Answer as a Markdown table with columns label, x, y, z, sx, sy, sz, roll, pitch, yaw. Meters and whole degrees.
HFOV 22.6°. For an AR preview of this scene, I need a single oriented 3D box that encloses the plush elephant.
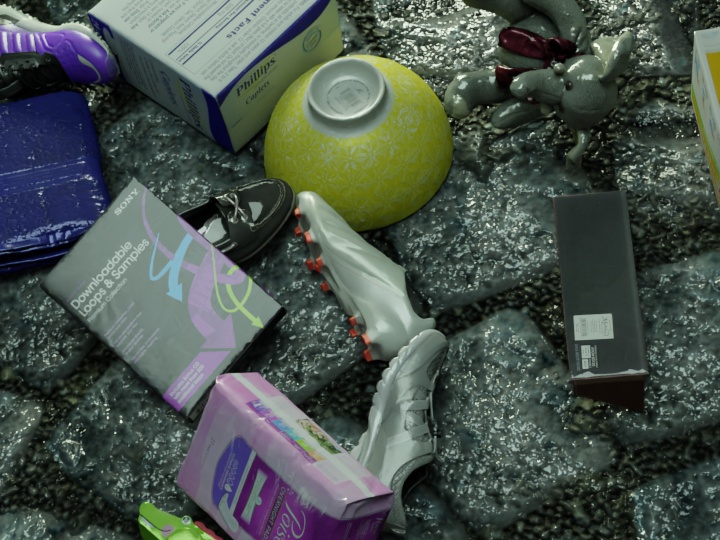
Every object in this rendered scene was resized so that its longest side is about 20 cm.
| label | x | y | z | sx | sy | sz | roll | pitch | yaw |
| --- | --- | --- | --- | --- | --- | --- | --- | --- | --- |
| plush elephant | 0.190 | -0.194 | 1.787 | 0.198 | 0.166 | 0.155 | 6 | 28 | -15 |

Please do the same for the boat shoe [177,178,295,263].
| label | x | y | z | sx | sy | sz | roll | pitch | yaw |
| --- | --- | --- | --- | --- | --- | --- | --- | --- | --- |
| boat shoe | -0.155 | -0.034 | 1.778 | 0.199 | 0.057 | 0.067 | -32 | 62 | 1 |

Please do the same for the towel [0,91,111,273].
| label | x | y | z | sx | sy | sz | roll | pitch | yaw |
| --- | --- | --- | --- | --- | --- | --- | --- | --- | --- |
| towel | -0.338 | -0.091 | 1.873 | 0.146 | 0.050 | 0.201 | -12 | 55 | -8 |

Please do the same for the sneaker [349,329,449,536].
| label | x | y | z | sx | sy | sz | roll | pitch | yaw |
| --- | --- | --- | --- | --- | --- | --- | --- | --- | --- |
| sneaker | 0.045 | 0.152 | 1.646 | 0.081 | 0.075 | 0.202 | 20 | 73 | 13 |

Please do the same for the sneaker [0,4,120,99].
| label | x | y | z | sx | sy | sz | roll | pitch | yaw |
| --- | --- | --- | --- | --- | --- | --- | --- | --- | --- |
| sneaker | -0.351 | -0.218 | 1.935 | 0.199 | 0.070 | 0.100 | 17 | 56 | 32 |

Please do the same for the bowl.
| label | x | y | z | sx | sy | sz | roll | pitch | yaw |
| --- | --- | --- | --- | --- | --- | --- | --- | --- | --- |
| bowl | -0.008 | -0.150 | 1.821 | 0.198 | 0.108 | 0.202 | -4 | 57 | 6 |

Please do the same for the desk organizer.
| label | x | y | z | sx | sy | sz | roll | pitch | yaw |
| --- | --- | --- | --- | --- | --- | --- | --- | --- | --- |
| desk organizer | 0.224 | 0.031 | 1.685 | 0.071 | 0.077 | 0.202 | -5 | 57 | 5 |

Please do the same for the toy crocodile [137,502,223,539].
| label | x | y | z | sx | sy | sz | roll | pitch | yaw |
| --- | --- | --- | --- | --- | --- | --- | --- | --- | --- |
| toy crocodile | -0.120 | 0.270 | 1.589 | 0.199 | 0.068 | 0.062 | 34 | 63 | 24 |

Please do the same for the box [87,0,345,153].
| label | x | y | z | sx | sy | sz | roll | pitch | yaw |
| --- | --- | --- | --- | --- | --- | --- | --- | --- | --- |
| box | -0.151 | -0.255 | 1.912 | 0.199 | 0.105 | 0.184 | 34 | 68 | 27 |

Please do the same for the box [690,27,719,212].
| label | x | y | z | sx | sy | sz | roll | pitch | yaw |
| --- | --- | --- | --- | --- | --- | --- | --- | --- | --- |
| box | 0.394 | -0.134 | 1.752 | 0.111 | 0.102 | 0.202 | -9 | 56 | 2 |

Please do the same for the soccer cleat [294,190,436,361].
| label | x | y | z | sx | sy | sz | roll | pitch | yaw |
| --- | --- | --- | --- | --- | --- | --- | --- | --- | --- |
| soccer cleat | 0.000 | 0.000 | 1.751 | 0.077 | 0.070 | 0.201 | -25 | 64 | -14 |

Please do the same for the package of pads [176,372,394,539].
| label | x | y | z | sx | sy | sz | roll | pitch | yaw |
| --- | --- | --- | --- | --- | --- | --- | --- | --- | --- |
| package of pads | -0.071 | 0.193 | 1.589 | 0.075 | 0.121 | 0.200 | -7 | 36 | -47 |

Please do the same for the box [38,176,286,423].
| label | x | y | z | sx | sy | sz | roll | pitch | yaw |
| --- | --- | --- | --- | --- | --- | --- | --- | --- | --- |
| box | -0.191 | 0.027 | 1.728 | 0.200 | 0.036 | 0.143 | 39 | 83 | 12 |
